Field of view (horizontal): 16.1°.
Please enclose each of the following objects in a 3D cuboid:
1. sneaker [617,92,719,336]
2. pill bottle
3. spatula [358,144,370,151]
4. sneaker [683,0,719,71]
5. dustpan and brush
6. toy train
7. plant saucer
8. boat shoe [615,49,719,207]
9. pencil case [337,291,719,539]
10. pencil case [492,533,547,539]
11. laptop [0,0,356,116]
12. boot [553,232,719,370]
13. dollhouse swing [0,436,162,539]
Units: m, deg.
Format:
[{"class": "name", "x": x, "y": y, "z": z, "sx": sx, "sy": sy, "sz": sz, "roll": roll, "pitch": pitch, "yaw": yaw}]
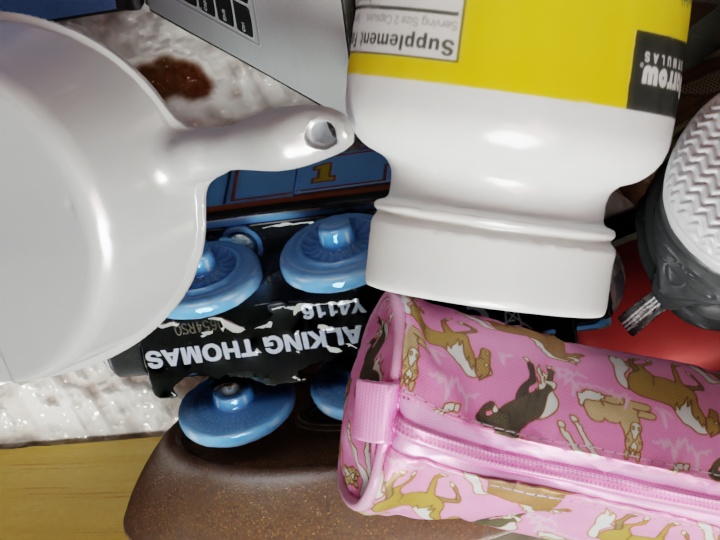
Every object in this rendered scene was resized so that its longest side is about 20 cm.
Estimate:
[{"class": "sneaker", "x": 0.163, "y": -0.049, "z": 0.903, "sx": 0.200, "sy": 0.076, "sz": 0.114, "roll": -38, "pitch": 171, "yaw": -28}, {"class": "pill bottle", "x": 0.054, "y": -0.089, "z": 0.838, "sx": 0.111, "sy": 0.111, "sz": 0.201, "roll": 7, "pitch": 93, "yaw": -14}, {"class": "spatula", "x": 0.074, "y": 0.008, "z": 1.043, "sx": 0.200, "sy": 0.021, "sz": 0.057, "roll": 38, "pitch": 114, "yaw": -16}, {"class": "sneaker", "x": 0.101, "y": -0.135, "z": 0.932, "sx": 0.075, "sy": 0.107, "sz": 0.200, "roll": 3, "pitch": 158, "yaw": -38}, {"class": "dustpan and brush", "x": -0.083, "y": -0.033, "z": 0.883, "sx": 0.057, "sy": 0.199, "sz": 0.140, "roll": -30, "pitch": 106, "yaw": -37}, {"class": "toy train", "x": 0.000, "y": 0.000, "z": 0.964, "sx": 0.199, "sy": 0.114, "sz": 0.087, "roll": -8, "pitch": 122, "yaw": 8}, {"class": "plant saucer", "x": 0.003, "y": 0.067, "z": 0.991, "sx": 0.199, "sy": 0.200, "sz": 0.035, "roll": -11, "pitch": 104, "yaw": -1}, {"class": "boat shoe", "x": 0.188, "y": -0.062, "z": 0.988, "sx": 0.199, "sy": 0.074, "sz": 0.076, "roll": -17, "pitch": 127, "yaw": 4}, {"class": "pencil case", "x": 0.089, "y": 0.063, "z": 0.881, "sx": 0.199, "sy": 0.083, "sz": 0.087, "roll": 13, "pitch": 149, "yaw": -9}, {"class": "pencil case", "x": 0.137, "y": 0.094, "z": 0.995, "sx": 0.199, "sy": 0.090, "sz": 0.078, "roll": -23, "pitch": 129, "yaw": 17}, {"class": "laptop", "x": -0.111, "y": -0.139, "z": 0.861, "sx": 0.116, "sy": 0.200, "sz": 0.188, "roll": -32, "pitch": 133, "yaw": -28}, {"class": "boot", "x": 0.180, "y": -0.001, "z": 0.985, "sx": 0.199, "sy": 0.073, "sz": 0.144, "roll": -8, "pitch": 170, "yaw": -13}, {"class": "dollhouse swing", "x": -0.106, "y": 0.205, "z": 1.073, "sx": 0.181, "sy": 0.176, "sz": 0.201, "roll": -4, "pitch": 128, "yaw": -6}]
